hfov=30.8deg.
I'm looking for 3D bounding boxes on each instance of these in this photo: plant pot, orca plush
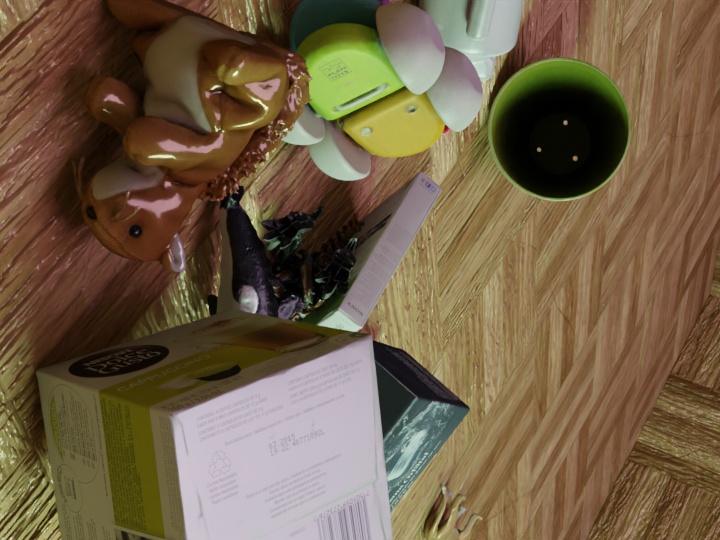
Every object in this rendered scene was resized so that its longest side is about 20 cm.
[{"bbox_3d":[0.274,-0.186,1.809,0.200,0.186,0.188,-2,112,-82],"label":"plant pot"},{"bbox_3d":[-0.094,0.022,1.205,0.071,0.105,0.202,-6,89,-25],"label":"orca plush"}]

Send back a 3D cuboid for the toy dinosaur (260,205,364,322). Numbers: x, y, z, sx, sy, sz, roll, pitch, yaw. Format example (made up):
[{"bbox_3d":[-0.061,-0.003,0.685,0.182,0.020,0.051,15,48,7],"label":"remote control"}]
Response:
[{"bbox_3d":[-0.066,0.006,1.311,0.136,0.101,0.201,117,-7,-55],"label":"toy dinosaur"}]

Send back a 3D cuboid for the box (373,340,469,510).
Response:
[{"bbox_3d":[-0.005,0.186,1.429,0.197,0.117,0.200,-53,157,6],"label":"box"}]

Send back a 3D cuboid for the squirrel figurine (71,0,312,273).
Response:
[{"bbox_3d":[-0.127,-0.095,1.002,0.200,0.141,0.188,-3,119,-63],"label":"squirrel figurine"}]

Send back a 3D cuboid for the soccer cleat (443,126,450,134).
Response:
[{"bbox_3d":[0.042,-0.195,1.371,0.069,0.073,0.200,-65,156,-7],"label":"soccer cleat"}]

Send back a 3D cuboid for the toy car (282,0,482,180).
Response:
[{"bbox_3d":[0.004,-0.190,1.210,0.200,0.174,0.151,32,40,-55],"label":"toy car"}]

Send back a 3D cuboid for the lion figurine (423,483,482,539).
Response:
[{"bbox_3d":[0.140,0.436,2.161,0.123,0.072,0.200,-55,141,-14],"label":"lion figurine"}]

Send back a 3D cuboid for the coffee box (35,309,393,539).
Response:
[{"bbox_3d":[-0.115,0.159,1.042,0.199,0.197,0.202,-17,107,-40],"label":"coffee box"}]

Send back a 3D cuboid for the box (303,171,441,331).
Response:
[{"bbox_3d":[0.000,0.000,1.378,0.144,0.036,0.201,-37,-162,56],"label":"box"}]

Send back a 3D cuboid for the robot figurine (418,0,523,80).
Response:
[{"bbox_3d":[0.122,-0.307,1.404,0.170,0.112,0.201,-104,-161,-59],"label":"robot figurine"}]
